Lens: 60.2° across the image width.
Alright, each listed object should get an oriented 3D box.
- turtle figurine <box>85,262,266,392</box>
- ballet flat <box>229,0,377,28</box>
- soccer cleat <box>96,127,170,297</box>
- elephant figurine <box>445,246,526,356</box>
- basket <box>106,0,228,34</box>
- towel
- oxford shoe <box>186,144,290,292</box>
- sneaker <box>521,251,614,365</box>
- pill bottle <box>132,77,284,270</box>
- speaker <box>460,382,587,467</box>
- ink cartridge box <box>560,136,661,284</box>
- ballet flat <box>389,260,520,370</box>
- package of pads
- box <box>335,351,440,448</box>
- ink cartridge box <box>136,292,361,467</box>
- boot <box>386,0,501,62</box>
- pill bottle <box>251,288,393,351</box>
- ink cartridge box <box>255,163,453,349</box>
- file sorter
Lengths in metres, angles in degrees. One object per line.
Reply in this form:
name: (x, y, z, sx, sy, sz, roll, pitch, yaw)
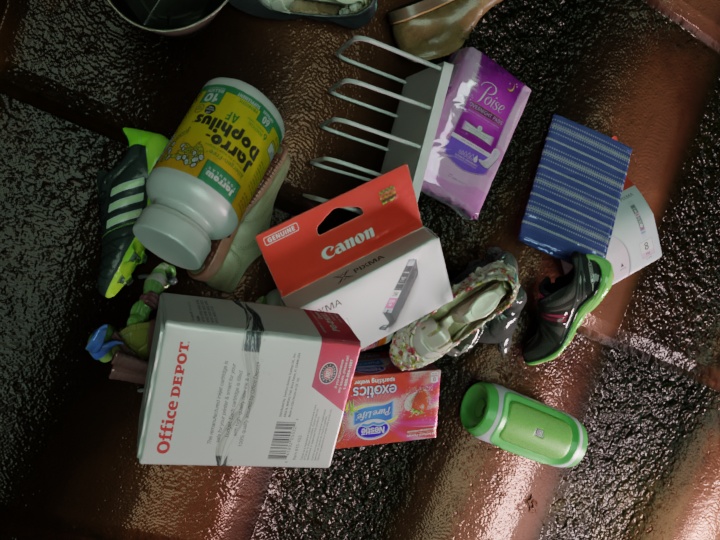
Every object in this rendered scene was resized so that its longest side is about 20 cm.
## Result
turtle figurine: (-0.200, 0.070, 0.725, 0.188, 0.200, 0.148, 3, 76, 2)
ballet flat: (-0.069, -0.344, 0.764, 0.195, 0.073, 0.075, 2, 98, -18)
soccer cleat: (-0.282, -0.070, 0.741, 0.079, 0.068, 0.205, 18, 82, -4)
elephant figurine: (0.119, 0.046, 0.866, 0.195, 0.142, 0.159, -12, 70, -12)
basket: (-0.195, -0.323, 0.655, 0.135, 0.200, 0.183, 32, 89, -20)
towel: (0.322, -0.114, 0.932, 0.142, 0.024, 0.205, 20, 82, -9)
oxford shoe: (-0.144, -0.067, 0.796, 0.074, 0.070, 0.202, 37, 85, -46)
sneaker: (0.296, 0.055, 0.933, 0.083, 0.077, 0.203, 29, 116, 5)
pill bottle: (-0.174, -0.109, 0.710, 0.112, 0.112, 0.203, 33, 65, -20)
speaker: (0.252, 0.239, 0.957, 0.197, 0.088, 0.090, 24, 91, -20)
ink cartridge box: (0.374, -0.081, 0.965, 0.160, 0.057, 0.204, -25, 110, -13)
ballet flat: (0.116, 0.059, 0.780, 0.199, 0.064, 0.076, -41, 99, 8)
package of pads: (0.144, -0.186, 0.856, 0.119, 0.075, 0.204, 24, 91, -23)
box: (0.004, 0.176, 0.858, 0.195, 0.095, 0.103, -1, 100, -18)
ink cartridge box: (-0.115, 0.114, 0.630, 0.195, 0.084, 0.148, 9, 105, -24)
boot: (0.135, -0.342, 0.836, 0.196, 0.074, 0.077, -22, 112, -4)
pill bottle: (-0.063, 0.068, 0.811, 0.195, 0.109, 0.112, -16, 103, -15)
ink cartridge box: (0.000, 0.000, 0.715, 0.197, 0.044, 0.176, -26, 123, -10)
file sorter: (0.012, -0.167, 0.784, 0.122, 0.139, 0.205, 13, 95, -17)
